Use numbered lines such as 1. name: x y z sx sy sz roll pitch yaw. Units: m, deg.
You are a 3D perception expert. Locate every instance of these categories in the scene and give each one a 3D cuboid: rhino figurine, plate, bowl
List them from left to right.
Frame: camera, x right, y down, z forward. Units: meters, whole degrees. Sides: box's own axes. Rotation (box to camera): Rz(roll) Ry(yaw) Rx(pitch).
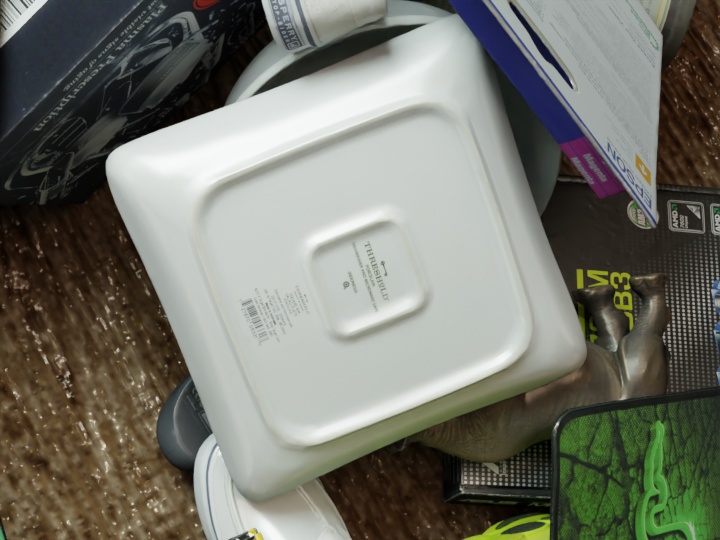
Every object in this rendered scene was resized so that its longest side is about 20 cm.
1. plate: 0.000 0.000 0.723 0.199 0.032 0.200 -22 107 -4
2. bowl: 0.004 -0.074 0.804 0.200 0.202 0.091 -6 41 -15
3. rhino figurine: 0.079 0.060 0.801 0.199 0.060 0.088 -9 85 -10

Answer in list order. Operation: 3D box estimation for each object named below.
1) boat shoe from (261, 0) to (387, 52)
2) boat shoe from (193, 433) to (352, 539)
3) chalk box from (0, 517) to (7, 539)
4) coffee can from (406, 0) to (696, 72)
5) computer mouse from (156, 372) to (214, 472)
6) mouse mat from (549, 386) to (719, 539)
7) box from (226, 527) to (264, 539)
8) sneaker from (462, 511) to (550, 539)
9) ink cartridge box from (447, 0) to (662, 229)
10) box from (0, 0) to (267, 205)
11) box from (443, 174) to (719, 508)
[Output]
1. boat shoe: -0.006 -0.185 0.736 0.069 0.071 0.200 -10 40 12
2. boat shoe: -0.020 0.170 0.772 0.073 0.065 0.200 -32 92 -22
3. chalk box: -0.212 0.192 0.704 0.199 0.125 0.124 -18 78 -16
4. coffee can: 0.085 -0.192 0.879 0.199 0.146 0.147 0 73 -13
5. computer mouse: -0.034 0.053 0.842 0.200 0.034 0.059 -30 91 -26
6. mouse mat: 0.161 0.167 0.796 0.160 0.008 0.201 -4 98 -37
7. box: -0.048 0.215 0.695 0.049 0.200 0.160 -25 79 -17
8. sneaker: 0.071 0.181 0.767 0.200 0.074 0.084 -7 85 -48
9. ink cartridge box: 0.080 -0.136 0.718 0.196 0.043 0.200 49 32 -21
10. box: -0.143 -0.135 0.751 0.200 0.182 0.104 -42 85 11
11. box: 0.145 0.043 0.875 0.192 0.048 0.201 6 72 -13
